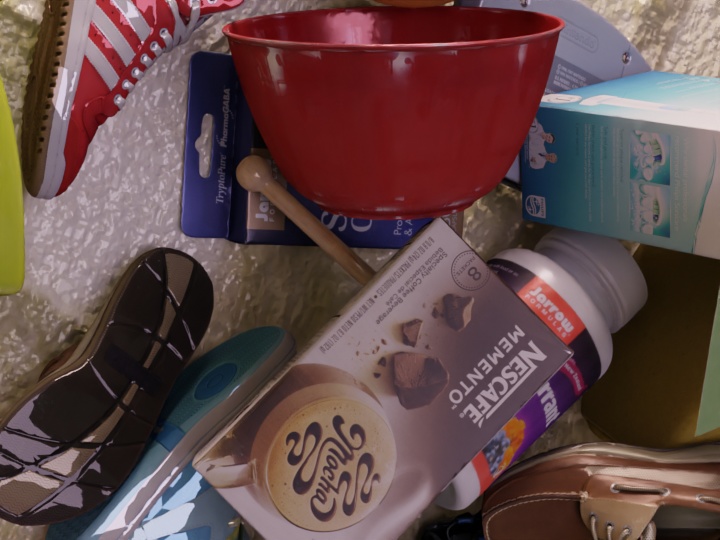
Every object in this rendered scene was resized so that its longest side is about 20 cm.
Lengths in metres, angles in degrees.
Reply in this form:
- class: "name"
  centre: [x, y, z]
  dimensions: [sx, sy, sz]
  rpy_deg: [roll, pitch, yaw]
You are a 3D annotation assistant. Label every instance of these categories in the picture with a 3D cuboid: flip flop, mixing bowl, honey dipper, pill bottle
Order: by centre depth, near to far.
- class: "mixing bowl"
  centre: [0.021, -0.093, 0.956]
  dimensions: [0.199, 0.200, 0.109]
  rpy_deg: [-10, 108, -28]
- class: "flip flop"
  centre: [-0.161, 0.070, 0.983]
  dimensions: [0.081, 0.057, 0.200]
  rpy_deg: [43, 60, -22]
- class: "honey dipper"
  centre: [0.000, 0.000, 1.005]
  dimensions: [0.200, 0.038, 0.038]
  rpy_deg: [42, 74, 0]
- class: "pill bottle"
  centre: [0.099, 0.056, 1.093]
  dimensions: [0.200, 0.111, 0.112]
  rpy_deg: [-41, 114, -19]

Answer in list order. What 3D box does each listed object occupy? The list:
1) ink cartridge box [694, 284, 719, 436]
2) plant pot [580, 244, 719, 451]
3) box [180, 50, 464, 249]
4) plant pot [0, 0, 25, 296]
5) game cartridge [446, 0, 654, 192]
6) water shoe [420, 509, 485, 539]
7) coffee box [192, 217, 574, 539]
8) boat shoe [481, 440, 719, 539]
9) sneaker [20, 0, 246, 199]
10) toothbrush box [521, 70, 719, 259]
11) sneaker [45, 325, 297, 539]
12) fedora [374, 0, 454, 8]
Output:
- class: "ink cartridge box"
  centre: [0.287, 0.019, 0.970]
  dimensions: [0.199, 0.048, 0.146]
  rpy_deg: [-16, 119, -42]
- class: "plant pot"
  centre: [0.276, 0.079, 1.159]
  dimensions: [0.200, 0.194, 0.195]
  rpy_deg: [-48, 117, -1]
- class: "box"
  centre: [-0.018, -0.076, 1.056]
  dimensions: [0.199, 0.032, 0.122]
  rpy_deg: [1, 95, -29]
- class: "plant pot"
  centre: [-0.285, -0.082, 0.814]
  dimensions: [0.199, 0.199, 0.183]
  rpy_deg: [4, 87, -30]
- class: "game cartridge"
  centre: [0.124, -0.120, 1.109]
  dimensions: [0.199, 0.040, 0.134]
  rpy_deg: [19, 89, -44]
- class: "water shoe"
  centre: [0.086, 0.196, 1.126]
  dimensions: [0.079, 0.071, 0.200]
  rpy_deg: [43, 74, -24]
- class: "coffee box"
  centre: [0.012, 0.079, 0.940]
  dimensions: [0.200, 0.080, 0.113]
  rpy_deg: [-45, 92, -6]
- class: "boat shoe"
  centre: [0.178, 0.159, 1.056]
  dimensions: [0.199, 0.074, 0.076]
  rpy_deg: [-9, 126, 11]
- class: "sneaker"
  centre: [-0.132, -0.132, 0.961]
  dimensions: [0.112, 0.071, 0.201]
  rpy_deg: [13, 87, -27]
- class: "toothbrush box"
  centre: [0.224, -0.072, 1.051]
  dimensions: [0.146, 0.199, 0.086]
  rpy_deg: [-17, 110, -40]
- class: "sneaker"
  centre: [-0.088, 0.139, 1.017]
  dimensions: [0.200, 0.079, 0.131]
  rpy_deg: [-45, 113, -7]
- class: "fedora"
  centre: [0.023, -0.223, 1.012]
  dimensions: [0.200, 0.201, 0.082]
  rpy_deg: [-9, 140, -29]
